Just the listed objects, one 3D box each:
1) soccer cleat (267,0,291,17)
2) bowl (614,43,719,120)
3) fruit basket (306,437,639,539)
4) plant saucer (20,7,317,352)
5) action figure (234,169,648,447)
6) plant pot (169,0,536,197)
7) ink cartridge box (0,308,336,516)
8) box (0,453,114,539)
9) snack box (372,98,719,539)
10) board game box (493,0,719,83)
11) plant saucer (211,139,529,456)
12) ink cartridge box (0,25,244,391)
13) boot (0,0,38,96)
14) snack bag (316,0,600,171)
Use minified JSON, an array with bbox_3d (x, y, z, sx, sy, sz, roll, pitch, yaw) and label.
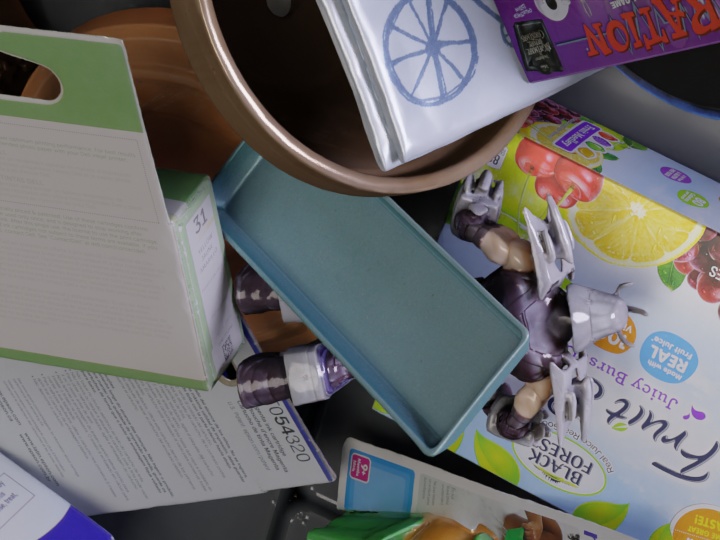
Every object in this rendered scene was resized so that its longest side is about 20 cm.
[{"bbox_3d":[-0.046,-0.193,1.157,0.076,0.067,0.200,-3,107,8],"label":"soccer cleat"},{"bbox_3d":[0.143,-0.152,0.995,0.201,0.039,0.201,34,140,33],"label":"bowl"},{"bbox_3d":[0.057,0.194,1.194,0.200,0.094,0.185,20,117,46],"label":"fruit basket"},{"bbox_3d":[-0.085,-0.038,1.206,0.200,0.032,0.200,13,128,17],"label":"plant saucer"},{"bbox_3d":[0.039,0.020,1.111,0.200,0.069,0.130,-2,96,27],"label":"action figure"},{"bbox_3d":[-0.015,-0.129,1.084,0.093,0.201,0.201,-10,105,54],"label":"plant pot"},{"bbox_3d":[-0.129,0.037,1.237,0.200,0.043,0.196,-11,121,30],"label":"ink cartridge box"},{"bbox_3d":[-0.259,0.167,1.314,0.200,0.105,0.184,35,135,9],"label":"box"},{"bbox_3d":[0.127,0.034,1.149,0.200,0.068,0.169,29,117,15],"label":"snack box"},{"bbox_3d":[0.116,-0.147,0.975,0.200,0.032,0.120,-9,113,55],"label":"board game box"},{"bbox_3d":[0.000,0.000,1.083,0.070,0.019,0.200,-52,52,9],"label":"plant saucer"},{"bbox_3d":[-0.141,-0.040,1.117,0.145,0.048,0.200,8,129,23],"label":"ink cartridge box"},{"bbox_3d":[-0.222,-0.116,1.260,0.107,0.075,0.200,4,116,43],"label":"boot"},{"bbox_3d":[0.045,-0.166,1.062,0.021,0.189,0.200,-8,106,54],"label":"snack bag"}]
